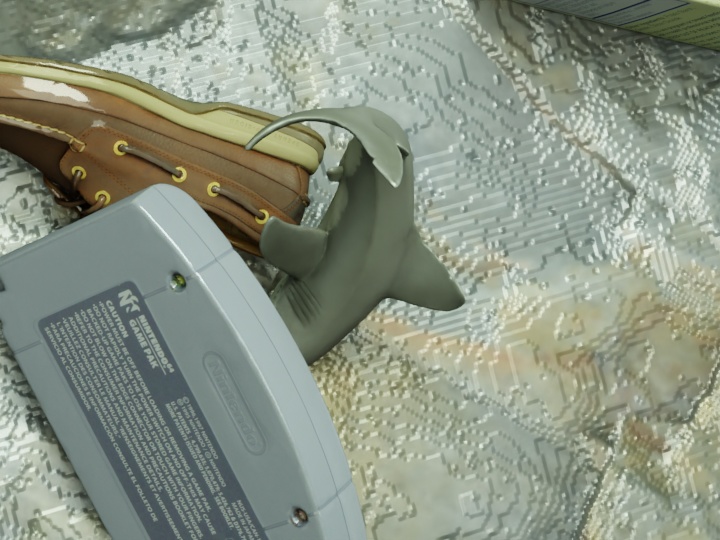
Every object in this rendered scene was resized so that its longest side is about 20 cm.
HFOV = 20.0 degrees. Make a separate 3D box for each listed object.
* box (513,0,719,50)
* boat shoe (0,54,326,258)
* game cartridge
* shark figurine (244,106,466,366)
[{"bbox_3d":[0.173,-0.211,1.032,0.200,0.097,0.176,10,86,-18],"label":"box"},{"bbox_3d":[-0.115,-0.053,0.949,0.200,0.072,0.068,13,83,-19],"label":"boat shoe"},{"bbox_3d":[-0.080,0.065,0.930,0.041,0.133,0.200,-35,101,-49],"label":"game cartridge"},{"bbox_3d":[0.012,-0.017,0.933,0.089,0.215,0.128,40,58,16],"label":"shark figurine"}]
